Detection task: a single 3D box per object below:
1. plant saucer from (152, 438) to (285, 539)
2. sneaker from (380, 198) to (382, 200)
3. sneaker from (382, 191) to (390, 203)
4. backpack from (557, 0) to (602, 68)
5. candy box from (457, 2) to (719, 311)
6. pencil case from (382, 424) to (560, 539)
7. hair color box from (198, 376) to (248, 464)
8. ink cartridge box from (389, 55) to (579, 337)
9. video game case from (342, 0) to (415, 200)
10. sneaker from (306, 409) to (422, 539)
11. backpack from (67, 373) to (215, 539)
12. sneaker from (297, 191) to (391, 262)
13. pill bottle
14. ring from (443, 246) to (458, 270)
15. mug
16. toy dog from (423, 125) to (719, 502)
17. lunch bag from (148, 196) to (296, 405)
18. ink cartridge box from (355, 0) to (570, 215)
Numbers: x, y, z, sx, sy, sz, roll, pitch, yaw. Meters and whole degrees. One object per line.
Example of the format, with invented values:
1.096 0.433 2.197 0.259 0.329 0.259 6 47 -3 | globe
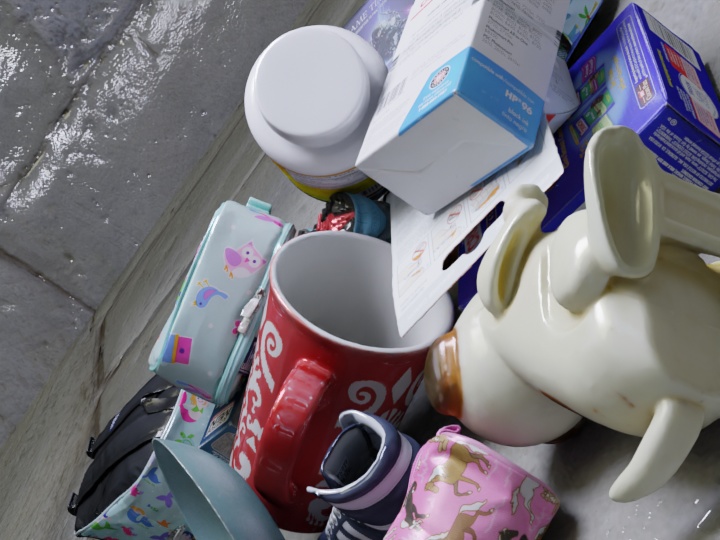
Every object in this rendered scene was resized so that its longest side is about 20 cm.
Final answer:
-0.083 0.198 0.903 0.039 0.201 0.201 -30 9 -17 | plant saucer
0.035 -0.106 1.298 0.200 0.077 0.111 -56 21 -14 | sneaker
0.058 -0.073 1.090 0.200 0.080 0.074 -26 20 32 | sneaker
0.120 -0.220 1.160 0.200 0.147 0.183 -56 19 -14 | backpack
0.156 -0.064 0.880 0.200 0.077 0.169 -46 20 28 | candy box
0.036 0.190 0.709 0.200 0.086 0.083 -60 23 -14 | pencil case
-0.065 0.099 1.153 0.061 0.100 0.200 -38 24 43 | hair color box
0.086 -0.055 0.860 0.160 0.047 0.200 -47 24 27 | ink cartridge box
0.029 -0.171 1.097 0.143 0.019 0.200 -41 43 44 | video game case
-0.002 0.156 0.845 0.200 0.108 0.070 -32 29 52 | sneaker
-0.178 0.180 1.228 0.200 0.150 0.178 -52 18 39 | backpack
0.000 0.000 1.033 0.200 0.095 0.079 141 135 -69 | sneaker
-0.025 -0.117 0.948 0.109 0.109 0.200 -56 -8 -2 | pill bottle
0.025 0.005 1.101 0.200 0.019 0.200 -32 17 11 | ring
-0.041 0.093 0.918 0.177 0.133 0.200 -18 -40 -41 | mug
0.128 0.040 0.706 0.200 0.139 0.194 -30 57 56 | toy dog
-0.106 0.024 1.026 0.161 0.077 0.200 -65 4 -6 | lunch bag
0.077 -0.150 0.852 0.116 0.068 0.200 -32 33 50 | ink cartridge box
